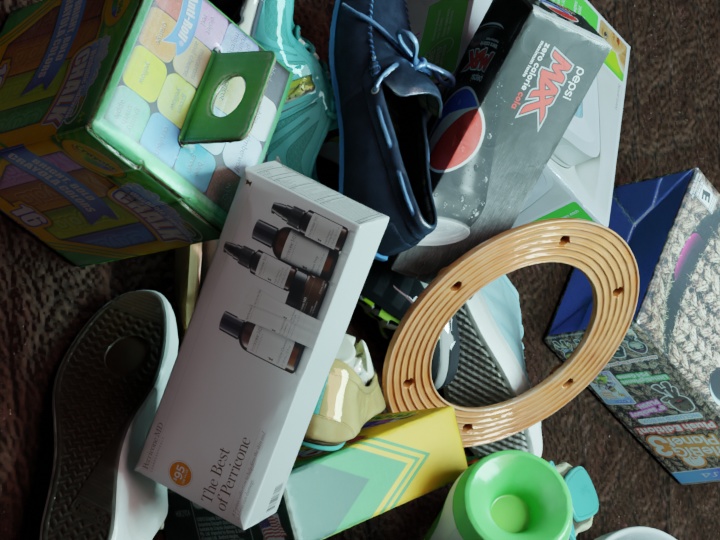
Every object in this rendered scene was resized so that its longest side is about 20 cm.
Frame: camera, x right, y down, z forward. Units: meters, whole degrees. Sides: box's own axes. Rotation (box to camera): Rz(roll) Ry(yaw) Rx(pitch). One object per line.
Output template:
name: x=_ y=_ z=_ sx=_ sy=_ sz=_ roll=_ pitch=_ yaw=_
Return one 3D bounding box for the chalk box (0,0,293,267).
chalk box: x=-0.133 y=-0.095 z=1.327 sx=0.124 sy=0.199 sz=0.125 roll=38 pitch=58 yaw=-33

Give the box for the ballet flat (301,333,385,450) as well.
ballet flat: x=-0.014 y=0.071 z=1.437 sx=0.068 sy=0.200 sz=0.064 roll=11 pitch=96 yaw=0

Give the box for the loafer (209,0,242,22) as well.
loafer: x=-0.093 y=-0.196 z=1.482 sx=0.072 sy=0.063 sz=0.201 roll=41 pitch=56 yaw=-32

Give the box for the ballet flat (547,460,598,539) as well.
ballet flat: x=0.127 y=0.173 z=1.579 sx=0.200 sy=0.069 sz=0.070 roll=25 pitch=61 yaw=-74

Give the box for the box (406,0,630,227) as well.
box: x=0.102 y=-0.136 z=1.610 sx=0.176 sy=0.096 sz=0.201 roll=44 pitch=40 yaw=-28

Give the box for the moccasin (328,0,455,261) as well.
moccasin: x=0.028 y=-0.106 z=1.441 sx=0.080 sy=0.068 sz=0.202 roll=12 pitch=68 yaw=-51

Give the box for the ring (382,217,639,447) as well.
ring: x=0.102 y=0.042 z=1.508 sx=0.199 sy=0.201 sz=0.019 roll=13 pitch=29 yaw=-42

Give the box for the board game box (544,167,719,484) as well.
board game box: x=0.263 y=0.047 z=1.760 sx=0.200 sy=0.096 sz=0.160 roll=44 pitch=55 yaw=-29

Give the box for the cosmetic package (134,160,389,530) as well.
cosmetic package: x=-0.060 y=0.044 z=1.299 sx=0.051 sy=0.082 sz=0.201 roll=-17 pitch=131 yaw=-65

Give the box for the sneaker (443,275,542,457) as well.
sneaker: x=0.099 y=0.051 z=1.618 sx=0.082 sy=0.074 sz=0.201 roll=-33 pitch=108 yaw=-43

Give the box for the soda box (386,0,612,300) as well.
soda box: x=0.085 y=-0.086 z=1.469 sx=0.070 sy=0.063 sz=0.201 roll=20 pitch=108 yaw=-24

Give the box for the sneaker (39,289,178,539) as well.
sneaker: x=-0.153 y=0.112 z=1.378 sx=0.085 sy=0.072 sz=0.201 roll=64 pitch=33 yaw=-56

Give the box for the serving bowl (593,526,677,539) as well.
serving bowl: x=0.195 y=0.297 z=1.669 sx=0.199 sy=0.066 sz=0.202 roll=9 pitch=76 yaw=-43

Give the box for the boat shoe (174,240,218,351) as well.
boat shoe: x=-0.086 y=0.030 z=1.420 sx=0.070 sy=0.070 sz=0.202 roll=2 pitch=71 yaw=-11

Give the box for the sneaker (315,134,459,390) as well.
sneaker: x=0.000 y=0.000 z=1.548 sx=0.082 sy=0.072 sz=0.201 roll=-26 pitch=98 yaw=-24

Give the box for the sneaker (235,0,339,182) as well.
sneaker: x=-0.046 y=-0.119 z=1.468 sx=0.078 sy=0.079 sz=0.202 roll=-66 pitch=156 yaw=-70

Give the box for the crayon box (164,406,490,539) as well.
crayon box: x=-0.020 y=0.135 z=1.448 sx=0.199 sy=0.126 sz=0.051 roll=-18 pitch=94 yaw=-46

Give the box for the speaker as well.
speaker: x=0.081 y=0.195 z=1.480 sx=0.088 sy=0.200 sz=0.089 roll=6 pitch=60 yaw=-10
